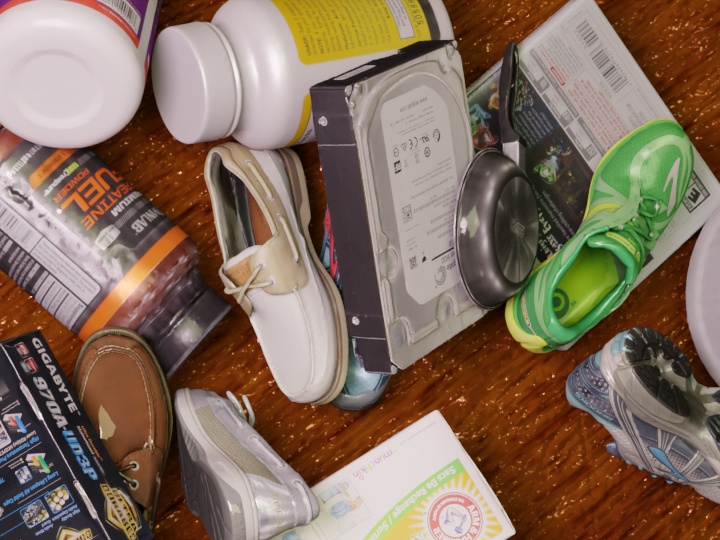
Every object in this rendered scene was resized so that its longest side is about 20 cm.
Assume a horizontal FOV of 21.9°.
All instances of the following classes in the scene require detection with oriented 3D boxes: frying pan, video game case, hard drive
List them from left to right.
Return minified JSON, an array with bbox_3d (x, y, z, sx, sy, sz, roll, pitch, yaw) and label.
[{"bbox_3d":[0.033,-0.045,1.266,0.140,0.038,0.200,-28,116,-50],"label":"hard drive"},{"bbox_3d":[0.110,-0.058,1.328,0.031,0.115,0.190,3,53,30],"label":"frying pan"},{"bbox_3d":[0.157,-0.073,1.385,0.182,0.023,0.200,-41,106,-14],"label":"video game case"}]

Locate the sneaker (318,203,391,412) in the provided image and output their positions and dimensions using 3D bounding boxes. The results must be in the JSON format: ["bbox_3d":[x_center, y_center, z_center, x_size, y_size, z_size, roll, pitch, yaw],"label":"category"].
[{"bbox_3d":[0.000,0.000,1.334,0.079,0.096,0.200,7,79,-8],"label":"sneaker"}]

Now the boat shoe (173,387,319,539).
[{"bbox_3d":[-0.084,0.130,1.252,0.065,0.202,0.075,-8,105,-15],"label":"boat shoe"}]

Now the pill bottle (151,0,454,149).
[{"bbox_3d":[-0.041,-0.146,1.317,0.200,0.111,0.111,-13,83,-31],"label":"pill bottle"}]

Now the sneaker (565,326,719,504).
[{"bbox_3d":[0.233,0.119,1.373,0.200,0.086,0.078,43,44,-20],"label":"sneaker"}]

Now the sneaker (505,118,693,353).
[{"bbox_3d":[0.187,-0.020,1.342,0.074,0.084,0.200,38,80,-18],"label":"sneaker"}]

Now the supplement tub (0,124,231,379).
[{"bbox_3d":[-0.187,-0.014,1.300,0.200,0.107,0.107,41,77,-2],"label":"supplement tub"}]

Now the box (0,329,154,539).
[{"bbox_3d":[-0.255,0.154,1.231,0.200,0.046,0.159,-32,86,27],"label":"box"}]

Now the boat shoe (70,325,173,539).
[{"bbox_3d":[-0.164,0.140,1.256,0.072,0.068,0.200,0,106,-3],"label":"boat shoe"}]

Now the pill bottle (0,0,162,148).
[{"bbox_3d":[-0.195,-0.182,1.285,0.112,0.113,0.200,12,39,-8],"label":"pill bottle"}]

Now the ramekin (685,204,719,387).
[{"bbox_3d":[0.353,0.018,1.381,0.200,0.098,0.201,1,85,-14],"label":"ramekin"}]

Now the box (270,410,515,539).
[{"bbox_3d":[-0.008,0.196,1.290,0.200,0.112,0.101,-31,83,-14],"label":"box"}]

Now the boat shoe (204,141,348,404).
[{"bbox_3d":[-0.067,0.002,1.317,0.068,0.075,0.200,6,59,-46],"label":"boat shoe"}]
